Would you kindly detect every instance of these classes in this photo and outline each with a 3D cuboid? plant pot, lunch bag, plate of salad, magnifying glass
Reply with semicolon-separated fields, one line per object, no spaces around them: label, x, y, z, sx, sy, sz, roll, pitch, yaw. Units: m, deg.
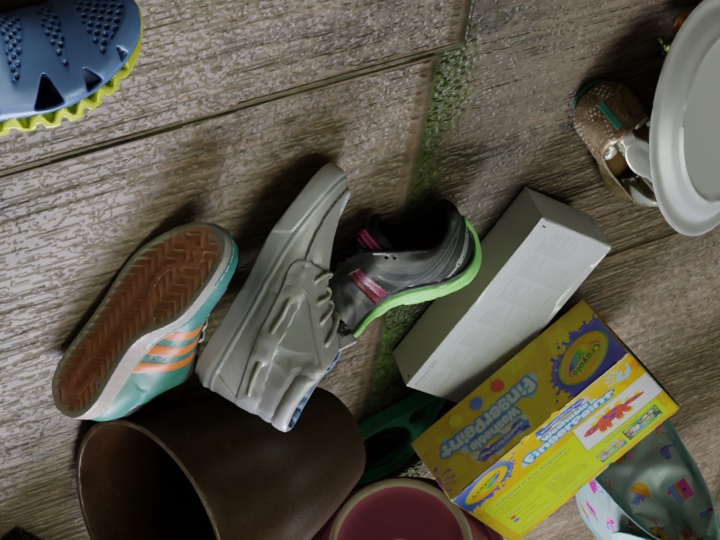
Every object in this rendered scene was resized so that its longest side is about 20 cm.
plant pot;0.040;0.271;1.793;0.200;0.200;0.179;-29;160;-8
lunch bag;0.301;0.250;2.011;0.122;0.200;0.170;-29;146;-8
plant pot;-0.098;0.172;1.638;0.200;0.187;0.187;-25;147;-38
plate of salad;0.279;-0.128;1.627;0.200;0.048;0.200;-21;117;-50
magnifying glass;0.057;0.126;1.821;0.200;0.022;0.080;-44;144;13

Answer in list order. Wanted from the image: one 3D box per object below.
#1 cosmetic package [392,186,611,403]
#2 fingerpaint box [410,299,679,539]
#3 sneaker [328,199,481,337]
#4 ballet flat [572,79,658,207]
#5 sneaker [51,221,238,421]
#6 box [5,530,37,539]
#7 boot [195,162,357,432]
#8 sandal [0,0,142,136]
cosmetic package;0.119;0.025;1.715;0.083;0.051;0.200;20;120;-34
fingerpaint box;0.166;0.137;1.771;0.200;0.073;0.167;-41;149;6
sneaker;0.000;0.000;1.595;0.200;0.077;0.084;-27;127;-15
ballet flat;0.234;-0.089;1.668;0.071;0.065;0.200;-41;145;9
sneaker;-0.150;0.039;1.514;0.200;0.071;0.080;-46;150;24
box;-0.285;0.322;1.729;0.141;0.079;0.200;-34;145;6
boot;-0.038;0.024;1.519;0.200;0.096;0.074;-60;169;11
sandal;-0.229;-0.129;1.238;0.200;0.079;0.087;-27;141;-13
